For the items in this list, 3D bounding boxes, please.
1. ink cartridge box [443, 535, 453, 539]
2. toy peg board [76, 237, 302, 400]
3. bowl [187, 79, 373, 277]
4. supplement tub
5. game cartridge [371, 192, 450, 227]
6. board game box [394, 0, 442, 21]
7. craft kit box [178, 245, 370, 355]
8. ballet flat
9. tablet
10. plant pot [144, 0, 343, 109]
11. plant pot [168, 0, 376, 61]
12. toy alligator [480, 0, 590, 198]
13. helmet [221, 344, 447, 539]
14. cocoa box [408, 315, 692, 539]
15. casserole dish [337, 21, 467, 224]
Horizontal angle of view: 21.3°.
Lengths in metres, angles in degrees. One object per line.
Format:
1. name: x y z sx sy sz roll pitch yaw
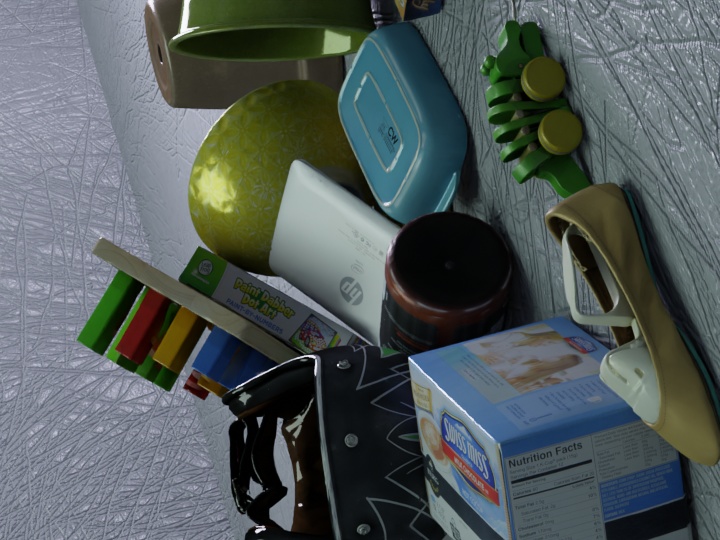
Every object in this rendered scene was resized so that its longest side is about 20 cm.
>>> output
1. ink cartridge box: 0.048 0.296 1.642 0.201 0.145 0.084 -53 31 11
2. toy peg board: -0.155 0.080 1.829 0.198 0.098 0.200 28 176 31
3. bowl: -0.055 -0.071 1.836 0.108 0.199 0.202 40 144 46
4. supplement tub: 0.067 0.049 1.594 0.201 0.106 0.108 94 158 -53
5. game cartridge: 0.044 -0.058 1.749 0.176 0.032 0.202 -136 34 -67
6. board game box: 0.025 -0.323 1.544 0.136 0.034 0.202 100 153 -61
7. craft kit box: -0.054 0.062 1.861 0.197 0.049 0.200 31 177 28
8. ballet flat: 0.171 0.039 1.229 0.069 0.062 0.202 105 148 -62
9. tablet: 0.000 0.000 1.727 0.199 0.014 0.131 36 131 25
10. plant pot: -0.127 -0.243 1.975 0.200 0.173 0.203 166 90 -76
11. plant pot: -0.077 -0.299 1.741 0.200 0.198 0.192 169 101 -77
12. toy alligator: 0.109 -0.130 1.338 0.059 0.054 0.202 120 135 -71
13. helmet: -0.005 0.150 1.513 0.199 0.189 0.202 29 -127 -48
14. cocoa box: 0.130 0.131 1.345 0.200 0.132 0.133 -139 37 -68
15. casserole dish: 0.030 -0.125 1.632 0.122 0.038 0.201 -63 37 37
